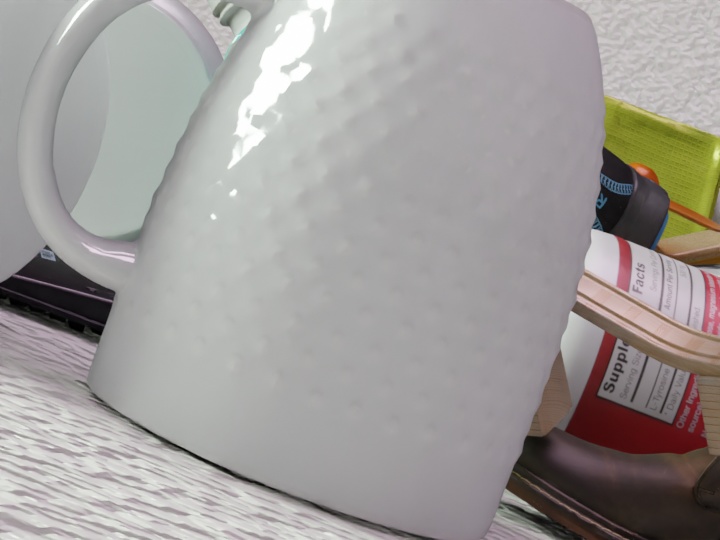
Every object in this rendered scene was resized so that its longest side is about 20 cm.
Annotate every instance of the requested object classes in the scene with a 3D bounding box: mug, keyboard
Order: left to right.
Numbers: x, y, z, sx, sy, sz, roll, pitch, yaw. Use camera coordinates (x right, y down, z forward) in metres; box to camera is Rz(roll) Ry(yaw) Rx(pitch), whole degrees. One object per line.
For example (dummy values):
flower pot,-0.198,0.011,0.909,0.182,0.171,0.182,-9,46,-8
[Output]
keyboard,-0.112,0.008,0.982,0.126,0.021,0.200,15,5,-11
mug,-0.017,-0.027,0.770,0.199,0.176,0.148,21,3,-10

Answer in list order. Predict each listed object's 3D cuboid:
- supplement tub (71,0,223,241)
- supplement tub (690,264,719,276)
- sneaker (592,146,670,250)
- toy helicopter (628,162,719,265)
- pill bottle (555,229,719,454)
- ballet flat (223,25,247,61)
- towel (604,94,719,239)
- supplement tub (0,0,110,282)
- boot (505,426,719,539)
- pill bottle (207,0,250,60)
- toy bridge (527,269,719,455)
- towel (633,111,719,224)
supplement tub,-0.141,-0.086,1.223,0.144,0.146,0.200,21,3,-8
supplement tub,0.211,0.071,1.148,0.122,0.123,0.199,24,4,38
sneaker,0.061,-0.050,1.073,0.082,0.073,0.200,38,-14,-29
toy helicopter,0.148,-0.006,1.179,0.199,0.133,0.079,-14,32,-30
pill bottle,0.120,0.050,0.972,0.199,0.113,0.112,21,3,-6
ballet flat,-0.034,-0.049,1.155,0.064,0.076,0.200,41,-26,20
towel,0.139,0.003,1.240,0.086,0.201,0.018,20,-22,-4
supplement tub,-0.202,-0.080,0.828,0.199,0.133,0.132,25,5,35
boot,0.143,0.073,0.879,0.199,0.098,0.075,22,4,2
pill bottle,-0.009,-0.091,1.278,0.201,0.108,0.109,62,9,5
toy bridge,0.061,0.027,0.851,0.199,0.068,0.027,2,26,36
towel,0.197,0.011,1.352,0.200,0.048,0.171,54,-9,10
